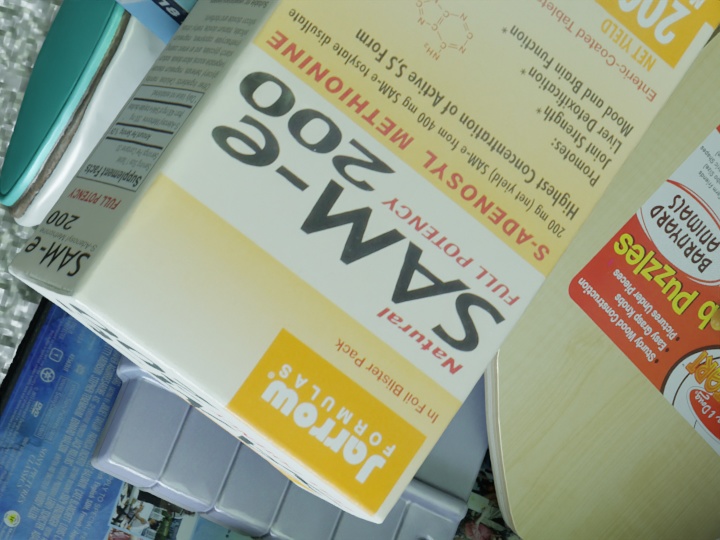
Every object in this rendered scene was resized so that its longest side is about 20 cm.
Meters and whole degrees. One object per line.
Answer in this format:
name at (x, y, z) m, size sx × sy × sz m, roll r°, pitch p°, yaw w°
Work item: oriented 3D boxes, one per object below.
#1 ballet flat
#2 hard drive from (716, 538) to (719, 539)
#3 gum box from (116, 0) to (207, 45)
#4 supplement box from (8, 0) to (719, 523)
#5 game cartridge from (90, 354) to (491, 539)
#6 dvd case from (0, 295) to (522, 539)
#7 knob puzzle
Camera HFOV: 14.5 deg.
ballet flat at (-0.062, -0.103, 0.962) m, size 0.069 × 0.069 × 0.200 m, roll 18°, pitch 93°, yaw -13°
hard drive at (0.157, 0.044, 1.046) m, size 0.132 × 0.026 × 0.200 m, roll -42°, pitch 104°, yaw -1°
gum box at (0.016, -0.137, 0.939) m, size 0.170 × 0.045 × 0.200 m, roll 40°, pitch 74°, yaw -22°
supplement box at (0.004, -0.041, 0.870) m, size 0.126 × 0.074 × 0.200 m, roll 37°, pitch 82°, yaw -22°
game cartridge at (0.000, 0.000, 0.973) m, size 0.130 × 0.038 × 0.200 m, roll 27°, pitch 74°, yaw -18°
dvd case at (-0.031, 0.074, 0.979) m, size 0.200 × 0.018 × 0.143 m, roll 27°, pitch 73°, yaw -13°
knob puzzle at (0.117, 0.014, 0.985) m, size 0.220 × 0.030 × 0.220 m, roll -13°, pitch 120°, yaw -24°
